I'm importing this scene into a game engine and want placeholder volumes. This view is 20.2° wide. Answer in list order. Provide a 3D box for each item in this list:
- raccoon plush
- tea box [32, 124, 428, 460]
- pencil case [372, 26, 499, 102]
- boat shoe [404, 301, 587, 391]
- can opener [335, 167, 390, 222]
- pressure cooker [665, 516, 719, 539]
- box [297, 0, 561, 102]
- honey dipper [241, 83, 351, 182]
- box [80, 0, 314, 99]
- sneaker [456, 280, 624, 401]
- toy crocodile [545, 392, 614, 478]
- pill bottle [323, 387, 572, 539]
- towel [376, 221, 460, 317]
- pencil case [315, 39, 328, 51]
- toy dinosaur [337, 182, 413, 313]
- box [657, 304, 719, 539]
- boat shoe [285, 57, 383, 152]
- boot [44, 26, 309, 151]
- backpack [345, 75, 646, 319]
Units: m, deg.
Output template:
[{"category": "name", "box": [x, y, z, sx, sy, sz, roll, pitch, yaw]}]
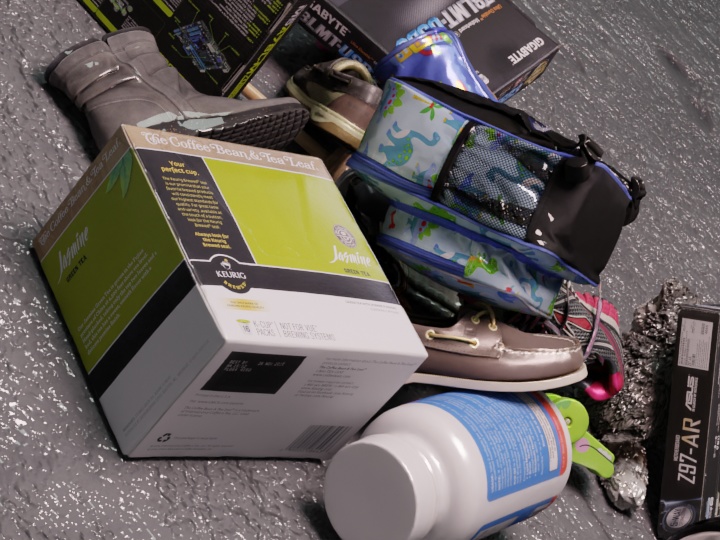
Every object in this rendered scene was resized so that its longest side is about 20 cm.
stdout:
[{"category": "raccoon plush", "box": [0.268, 0.105, 1.754, 0.096, 0.134, 0.201, 24, 35, -30]}, {"category": "tea box", "box": [-0.094, 0.019, 1.442, 0.199, 0.134, 0.198, 7, 46, -45]}, {"category": "pencil case", "box": [0.095, -0.114, 1.703, 0.201, 0.087, 0.078, 55, 25, 6]}, {"category": "boat shoe", "box": [0.072, 0.055, 1.518, 0.198, 0.060, 0.072, 2, 9, 4]}, {"category": "can opener", "box": [0.060, -0.052, 1.728, 0.199, 0.053, 0.067, 15, 46, -43]}, {"category": "pressure cooker", "box": [0.300, 0.271, 1.544, 0.199, 0.176, 0.179, 5, 42, -51]}, {"category": "box", "box": [0.059, -0.224, 1.854, 0.198, 0.050, 0.200, 42, 42, 11]}, {"category": "honey dipper", "box": [-0.067, -0.132, 1.765, 0.200, 0.038, 0.038, 42, 30, 5]}, {"category": "box", "box": [-0.140, -0.257, 1.681, 0.200, 0.193, 0.047, 46, 32, 8]}, {"category": "sneaker", "box": [0.160, 0.047, 1.686, 0.199, 0.080, 0.075, 24, 45, -42]}, {"category": "toy crocodile", "box": [0.130, 0.109, 1.667, 0.200, 0.062, 0.067, 41, -6, -13]}, {"category": "pill bottle", "box": [0.063, 0.147, 1.486, 0.113, 0.112, 0.199, 53, 31, 18]}, {"category": "towel", "box": [0.098, -0.010, 1.794, 0.199, 0.035, 0.193, 31, 28, -20]}, {"category": "pencil case", "box": [0.039, -0.176, 1.894, 0.200, 0.091, 0.093, 48, 31, 15]}, {"category": "toy dinosaur", "box": [0.000, 0.000, 1.620, 0.199, 0.103, 0.136, 30, -3, 37]}, {"category": "box", "box": [0.327, 0.131, 1.753, 0.043, 0.202, 0.160, 9, 6, 40]}, {"category": "boat shoe", "box": [-0.014, -0.151, 1.763, 0.073, 0.065, 0.200, 35, 7, -22]}, {"category": "boot", "box": [-0.144, -0.146, 1.628, 0.199, 0.070, 0.132, -12, 59, -41]}, {"category": "backpack", "box": [0.090, -0.057, 1.550, 0.199, 0.148, 0.183, 29, 2, 23]}]
